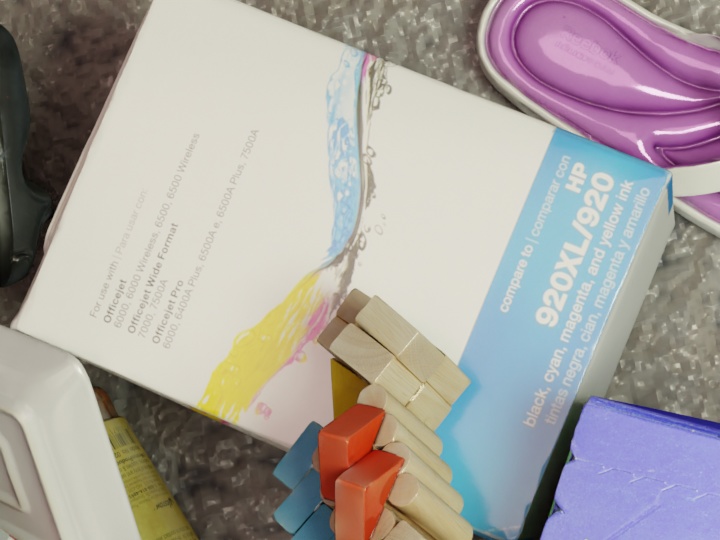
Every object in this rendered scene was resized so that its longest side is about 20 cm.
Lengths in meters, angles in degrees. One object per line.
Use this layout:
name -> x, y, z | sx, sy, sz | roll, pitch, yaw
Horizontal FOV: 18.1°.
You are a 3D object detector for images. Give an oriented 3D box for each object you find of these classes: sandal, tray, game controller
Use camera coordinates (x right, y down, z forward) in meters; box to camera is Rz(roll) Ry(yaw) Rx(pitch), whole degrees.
sandal -> 0.136, -0.060, 0.886 | 0.202, 0.050, 0.083 | 21, 88, 12
tray -> -0.161, 0.056, 0.858 | 0.200, 0.022, 0.108 | 18, 132, 42
game controller -> -0.173, -0.061, 0.868 | 0.042, 0.200, 0.105 | -22, 113, -25

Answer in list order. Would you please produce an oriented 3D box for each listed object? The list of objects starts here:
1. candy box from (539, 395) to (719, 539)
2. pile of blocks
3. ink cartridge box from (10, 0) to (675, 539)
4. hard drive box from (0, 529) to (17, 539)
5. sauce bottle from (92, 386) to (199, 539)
candy box -> 0.154, 0.100, 0.791 | 0.169, 0.200, 0.077 | 16, 87, 11
pile of blocks -> -0.002, 0.092, 0.704 | 0.082, 0.062, 0.200 | -20, 58, 17
ink cartridge box -> 0.000, 0.000, 0.853 | 0.200, 0.147, 0.145 | 22, 88, 10
hard drive box -> -0.219, 0.097, 0.839 | 0.200, 0.156, 0.077 | 20, 73, 31
sauce bottle -> -0.079, 0.143, 0.893 | 0.066, 0.066, 0.200 | -33, 78, 4
